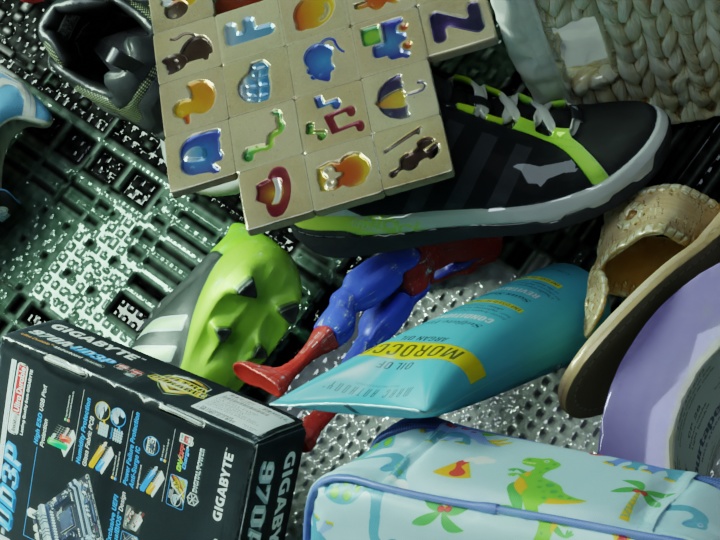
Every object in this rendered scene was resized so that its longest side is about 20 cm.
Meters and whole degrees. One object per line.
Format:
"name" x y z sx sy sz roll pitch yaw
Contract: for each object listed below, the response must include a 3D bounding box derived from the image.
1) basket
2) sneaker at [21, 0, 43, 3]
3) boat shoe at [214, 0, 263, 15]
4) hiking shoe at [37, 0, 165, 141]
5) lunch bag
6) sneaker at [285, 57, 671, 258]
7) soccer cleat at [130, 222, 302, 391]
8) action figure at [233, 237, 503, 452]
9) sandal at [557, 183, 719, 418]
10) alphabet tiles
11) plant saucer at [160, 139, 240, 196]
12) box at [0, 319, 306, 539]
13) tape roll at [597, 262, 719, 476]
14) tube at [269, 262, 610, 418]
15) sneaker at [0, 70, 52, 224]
"basket" 0.149 -0.196 0.870 0.161 0.198 0.200 -8 65 15
"sneaker" -0.225 -0.204 1.097 0.200 0.077 0.085 -16 68 16
"boat shoe" -0.064 -0.194 0.975 0.071 0.063 0.200 -32 35 32
"hiking shoe" -0.134 -0.129 0.971 0.076 0.101 0.200 -54 34 -2
"lunch bag" 0.074 0.154 0.725 0.200 0.082 0.161 7 109 28
"sneaker" 0.050 -0.062 0.840 0.200 0.083 0.072 -13 28 3
"soccer cleat" -0.105 0.062 0.944 0.200 0.068 0.081 -50 28 7
"action figure" 0.000 0.000 0.908 0.099 0.065 0.200 18 50 44
"sandal" 0.152 -0.016 0.853 0.212 0.078 0.070 -40 57 -15
"alphabet tiles" -0.020 -0.112 0.845 0.167 0.008 0.200 -16 57 8
"plant saucer" -0.027 -0.119 0.968 0.200 0.050 0.200 -30 41 31
"box" -0.119 0.144 0.866 0.159 0.046 0.200 19 107 28
"tape roll" 0.212 0.091 0.782 0.200 0.085 0.200 -9 64 19
"tube" 0.049 0.040 0.810 0.077 0.200 0.050 -6 98 36
"sneaker" -0.250 -0.026 1.036 0.072 0.072 0.200 26 86 2
